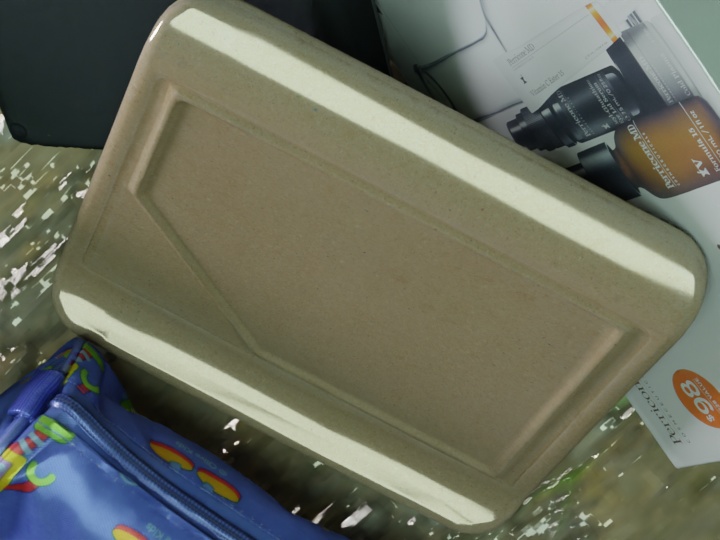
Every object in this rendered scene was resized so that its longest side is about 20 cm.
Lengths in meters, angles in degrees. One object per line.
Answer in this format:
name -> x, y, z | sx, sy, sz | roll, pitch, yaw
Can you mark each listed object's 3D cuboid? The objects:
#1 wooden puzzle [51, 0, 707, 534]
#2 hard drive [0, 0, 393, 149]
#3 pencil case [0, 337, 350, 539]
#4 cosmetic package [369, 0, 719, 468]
wooden puzzle -> 0.000, 0.000, 0.921 | 0.185, 0.037, 0.200 | 27, 148, -3
hard drive -> -0.073, -0.120, 0.882 | 0.139, 0.033, 0.200 | 4, 133, 22
pencil case -> -0.049, 0.105, 0.986 | 0.200, 0.078, 0.087 | 36, 143, -5
cosmetic package -> 0.097, -0.037, 0.873 | 0.052, 0.151, 0.200 | -39, 98, -24
